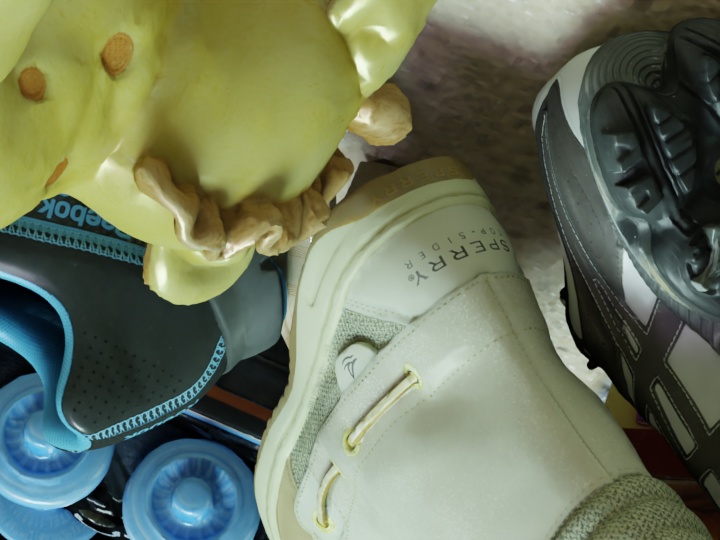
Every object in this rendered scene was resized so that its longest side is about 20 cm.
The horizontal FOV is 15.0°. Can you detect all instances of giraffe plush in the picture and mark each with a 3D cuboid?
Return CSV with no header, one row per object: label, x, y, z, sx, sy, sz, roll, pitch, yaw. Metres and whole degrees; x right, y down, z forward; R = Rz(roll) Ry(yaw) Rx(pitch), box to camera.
giraffe plush,-0.068,-0.063,0.680,0.161,0.202,0.172,4,167,-36

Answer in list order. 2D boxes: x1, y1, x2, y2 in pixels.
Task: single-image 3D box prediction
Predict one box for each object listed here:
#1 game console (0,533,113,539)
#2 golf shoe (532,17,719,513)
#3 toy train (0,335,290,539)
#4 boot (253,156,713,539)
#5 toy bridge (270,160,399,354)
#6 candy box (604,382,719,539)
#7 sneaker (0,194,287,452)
game console,-0.102,0.156,1.015,0.199,0.176,0.117,4,119,26
golf shoe,0.107,0.025,0.734,0.094,0.077,0.201,10,126,66
toy train,-0.093,0.036,0.932,0.199,0.115,0.087,23,160,4
boot,0.038,0.085,0.774,0.155,0.072,0.201,55,155,31
toy bridge,0.000,0.000,0.830,0.027,0.068,0.200,14,154,20
candy box,0.173,0.096,0.888,0.116,0.057,0.200,0,149,41
sneaker,-0.111,-0.037,0.782,0.200,0.082,0.073,45,154,12
